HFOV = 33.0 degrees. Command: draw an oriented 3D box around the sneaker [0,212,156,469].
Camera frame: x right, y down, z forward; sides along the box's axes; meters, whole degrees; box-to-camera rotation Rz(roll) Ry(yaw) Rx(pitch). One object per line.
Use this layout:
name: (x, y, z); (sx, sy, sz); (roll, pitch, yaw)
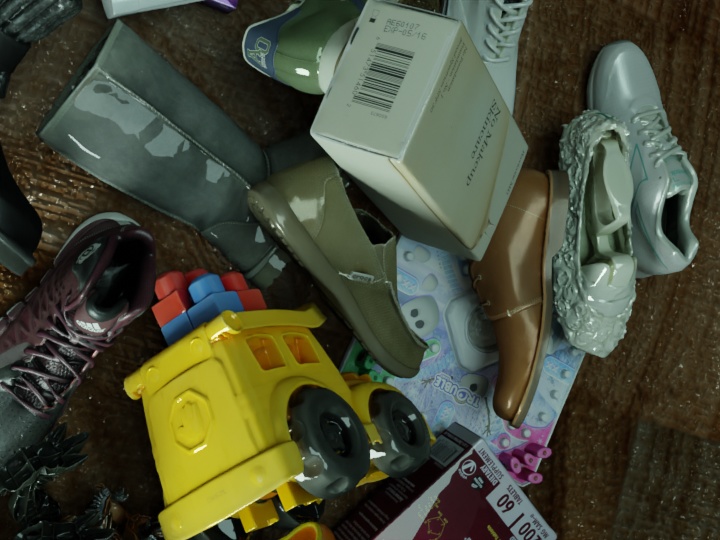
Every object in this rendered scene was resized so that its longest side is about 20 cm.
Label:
sneaker: (-0.198, 0.046, 0.793); (0.075, 0.115, 0.201); (34, 77, -21)

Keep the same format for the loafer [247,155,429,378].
loafer: (0.000, 0.000, 0.853); (0.067, 0.076, 0.200); (-40, 128, -3)

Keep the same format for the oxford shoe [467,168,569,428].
oxford shoe: (0.115, 0.020, 0.942); (0.071, 0.071, 0.202); (6, 85, -2)

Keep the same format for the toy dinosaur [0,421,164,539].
toy dinosaur: (-0.200, 0.193, 0.802); (0.199, 0.102, 0.136); (-28, 144, -33)

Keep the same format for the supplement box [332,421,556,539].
supplement box: (0.038, 0.224, 0.920); (0.200, 0.061, 0.109); (-41, 106, -9)

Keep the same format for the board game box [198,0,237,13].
board game box: (-0.166, -0.272, 0.853); (0.199, 0.032, 0.121); (16, 88, -24)

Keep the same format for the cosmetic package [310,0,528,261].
cosmetic package: (0.047, -0.091, 0.845); (0.104, 0.073, 0.200); (-67, 154, -8)

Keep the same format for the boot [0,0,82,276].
boot: (-0.233, -0.120, 0.780); (0.158, 0.079, 0.212); (-39, 101, -12)

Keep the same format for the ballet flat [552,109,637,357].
ballet flat: (0.190, -0.028, 0.967); (0.071, 0.072, 0.202); (-5, 94, -24)

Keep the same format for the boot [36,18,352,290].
boot: (-0.101, -0.106, 0.869); (0.200, 0.072, 0.182); (39, 74, -13)

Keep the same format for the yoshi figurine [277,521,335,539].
yoshi figurine: (0.018, 0.262, 0.828); (0.112, 0.112, 0.200); (-47, 120, -18)

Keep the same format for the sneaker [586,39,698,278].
sneaker: (0.243, -0.094, 1.011); (0.070, 0.080, 0.202); (-14, 95, -21)

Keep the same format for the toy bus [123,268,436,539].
toy bus: (-0.064, 0.082, 0.846); (0.199, 0.135, 0.193); (1, 59, -57)

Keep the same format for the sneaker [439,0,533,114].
sneaker: (0.099, -0.199, 0.947); (0.072, 0.071, 0.202); (-3, 94, -24)

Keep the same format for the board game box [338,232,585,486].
board game box: (0.102, 0.046, 0.978); (0.199, 0.026, 0.201); (29, 79, -22)

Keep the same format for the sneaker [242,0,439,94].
sneaker: (-0.014, -0.175, 0.877); (0.200, 0.089, 0.068); (-44, 147, -58)

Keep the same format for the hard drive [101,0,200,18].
hard drive: (-0.098, -0.262, 0.855); (0.199, 0.026, 0.133); (-17, 98, -24)
